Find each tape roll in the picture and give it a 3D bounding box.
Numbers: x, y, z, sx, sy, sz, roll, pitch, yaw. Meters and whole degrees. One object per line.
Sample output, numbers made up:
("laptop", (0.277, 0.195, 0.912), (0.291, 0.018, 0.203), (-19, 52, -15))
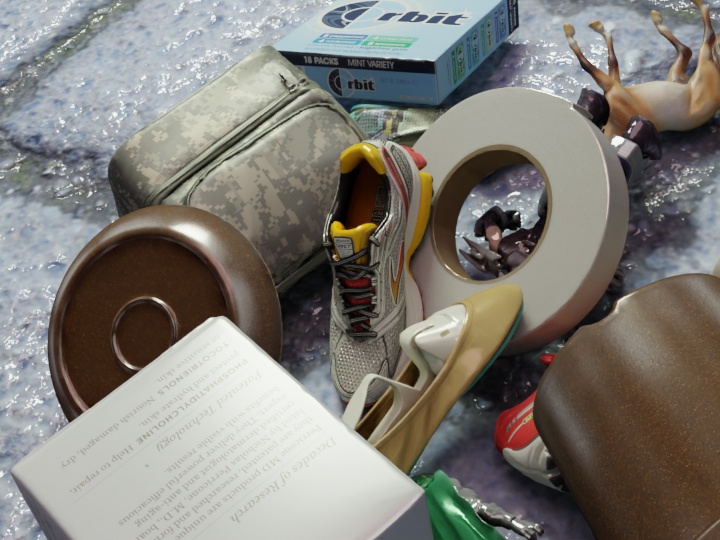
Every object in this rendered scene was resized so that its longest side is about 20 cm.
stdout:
("tape roll", (0.106, -0.038, 0.953), (0.201, 0.037, 0.206), (-13, 69, 35))

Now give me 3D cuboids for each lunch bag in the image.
("lunch bag", (-0.081, -0.061, 1.035), (0.199, 0.140, 0.168), (-37, 67, -21))

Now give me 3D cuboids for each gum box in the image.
("gum box", (0.035, -0.216, 1.172), (0.168, 0.045, 0.200), (8, 33, 26))

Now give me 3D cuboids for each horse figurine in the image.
("horse figurine", (0.253, -0.159, 1.083), (0.198, 0.050, 0.134), (-15, 86, -19))

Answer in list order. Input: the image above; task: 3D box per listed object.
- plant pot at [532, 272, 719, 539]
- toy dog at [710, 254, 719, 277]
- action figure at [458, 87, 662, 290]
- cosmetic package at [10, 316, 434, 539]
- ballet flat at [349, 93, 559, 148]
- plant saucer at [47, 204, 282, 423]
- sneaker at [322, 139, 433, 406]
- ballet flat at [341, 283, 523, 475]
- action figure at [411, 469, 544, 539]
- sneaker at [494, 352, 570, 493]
("plant pot", (0.210, 0.123, 0.725), (0.198, 0.202, 0.199), (-23, 50, -11))
("toy dog", (0.319, 0.064, 0.817), (0.199, 0.140, 0.194), (31, 73, 35))
("action figure", (0.162, -0.041, 0.997), (0.129, 0.070, 0.201), (29, 75, 21))
("cosmetic package", (-0.074, 0.175, 0.773), (0.166, 0.169, 0.199), (-36, 50, -22))
("ballet flat", (0.083, -0.110, 1.098), (0.197, 0.075, 0.075), (-3, 45, 12))
("plant saucer", (-0.153, 0.049, 0.928), (0.197, 0.032, 0.203), (-3, 81, 21))
("sneaker", (0.000, 0.000, 0.942), (0.077, 0.082, 0.203), (-1, 81, 31))
("ballet flat", (0.039, 0.078, 0.869), (0.201, 0.063, 0.068), (-55, 19, -11))
("action figure", (0.081, 0.189, 0.787), (0.054, 0.120, 0.200), (-6, 31, -27))
("sneaker", (0.170, 0.070, 0.890), (0.199, 0.078, 0.084), (-35, 33, -27))
